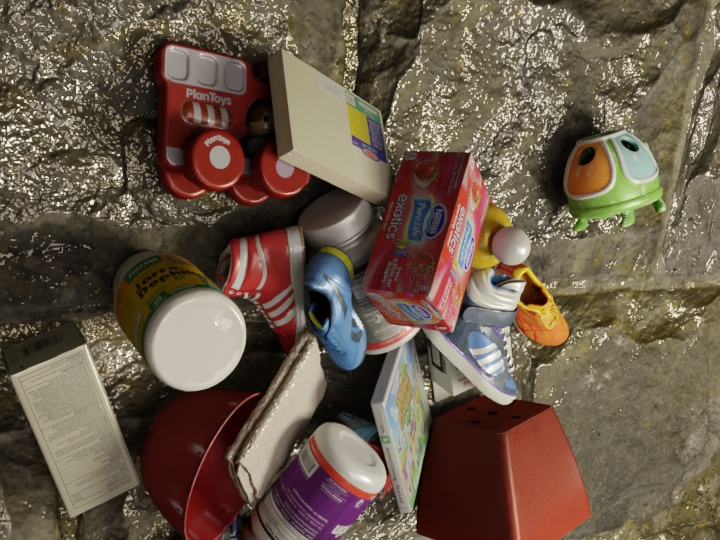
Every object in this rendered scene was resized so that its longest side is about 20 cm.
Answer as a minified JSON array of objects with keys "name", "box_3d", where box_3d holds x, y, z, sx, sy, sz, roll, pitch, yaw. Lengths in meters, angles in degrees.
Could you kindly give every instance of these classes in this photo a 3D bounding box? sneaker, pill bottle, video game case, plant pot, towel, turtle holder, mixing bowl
[{"name":"sneaker","box_3d":[0.270,0.061,1.359,0.200,0.077,0.073,42,82,-35]},{"name":"pill bottle","box_3d":[0.000,0.000,1.155,0.113,0.114,0.202,-36,120,-15]},{"name":"video game case","box_3d":[0.062,0.199,1.231,0.022,0.201,0.185,-6,117,17]},{"name":"pill bottle","box_3d":[-0.064,0.302,1.130,0.112,0.113,0.201,31,103,-34]},{"name":"sneaker","box_3d":[0.194,0.085,1.222,0.146,0.081,0.200,-44,116,10]},{"name":"sneaker","box_3d":[-0.125,0.034,1.120,0.110,0.072,0.203,-6,127,-10]},{"name":"pill bottle","box_3d":[-0.214,0.046,0.991,0.111,0.199,0.115,-10,112,-27]},{"name":"plant pot","box_3d":[0.207,0.297,1.319,0.198,0.198,0.180,-15,103,-42]},{"name":"towel","box_3d":[-0.101,0.188,1.113,0.201,0.034,0.133,-59,160,-28]},{"name":"turtle holder","box_3d":[0.392,-0.144,1.326,0.183,0.141,0.134,-17,98,-15]},{"name":"sneaker","box_3d":[0.011,0.257,1.272,0.079,0.095,0.201,-48,149,-19]},{"name":"sneaker","box_3d":[-0.040,0.065,1.099,0.079,0.065,0.202,-57,151,-39]},{"name":"mixing bowl","box_3d":[-0.202,0.227,1.091,0.201,0.107,0.202,-56,158,-37]}]

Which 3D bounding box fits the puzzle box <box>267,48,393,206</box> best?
[{"name":"puzzle box","box_3d":[-0.031,-0.165,1.056,0.199,0.025,0.135,21,54,-50]}]

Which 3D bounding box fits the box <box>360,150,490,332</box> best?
[{"name":"box","box_3d":[0.085,-0.038,1.085,0.100,0.094,0.203,52,50,-52]}]

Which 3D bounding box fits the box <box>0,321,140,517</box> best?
[{"name":"box","box_3d":[-0.339,0.175,1.034,0.094,0.078,0.203,-22,116,-22]}]

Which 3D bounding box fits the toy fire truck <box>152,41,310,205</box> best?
[{"name":"toy fire truck","box_3d":[-0.145,-0.169,1.026,0.197,0.111,0.171,3,86,-32]}]

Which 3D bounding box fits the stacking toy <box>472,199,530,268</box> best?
[{"name":"stacking toy","box_3d":[0.155,-0.046,1.179,0.144,0.199,0.149,-10,112,-27]}]

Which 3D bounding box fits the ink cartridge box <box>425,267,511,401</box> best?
[{"name":"ink cartridge box","box_3d":[0.162,0.105,1.313,0.114,0.068,0.203,-19,116,-22]}]

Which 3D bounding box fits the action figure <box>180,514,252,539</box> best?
[{"name":"action figure","box_3d":[-0.177,0.412,1.199,0.191,0.104,0.204,14,75,-28]}]
